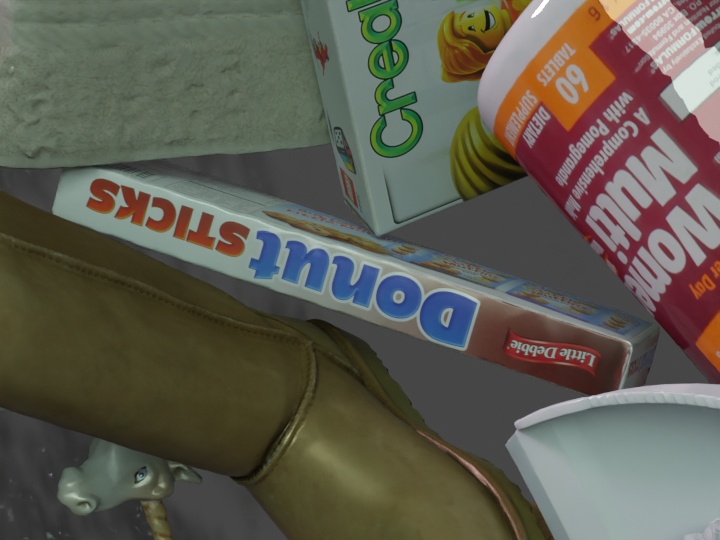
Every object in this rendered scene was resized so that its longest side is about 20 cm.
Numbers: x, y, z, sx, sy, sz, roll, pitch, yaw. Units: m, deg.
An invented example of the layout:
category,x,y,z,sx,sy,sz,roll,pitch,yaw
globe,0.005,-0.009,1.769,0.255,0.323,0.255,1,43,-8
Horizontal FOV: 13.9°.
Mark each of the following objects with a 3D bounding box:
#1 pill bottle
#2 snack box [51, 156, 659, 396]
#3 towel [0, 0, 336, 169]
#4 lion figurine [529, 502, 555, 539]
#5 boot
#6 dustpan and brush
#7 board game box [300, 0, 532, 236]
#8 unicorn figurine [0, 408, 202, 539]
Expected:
category,x,y,z,sx,sy,sz,roll,pitch,yaw
pill bottle,0.137,-0.014,0.909,0.109,0.110,0.200,-39,76,-5
snack box,0.000,0.000,0.991,0.199,0.072,0.024,18,97,11
towel,-0.030,-0.104,0.975,0.199,0.133,0.034,-5,27,-25
lion figurine,0.097,0.119,0.944,0.199,0.072,0.123,21,92,4
boot,-0.056,0.046,0.900,0.066,0.200,0.175,-57,41,10
dustpan and brush,0.140,0.079,0.835,0.199,0.057,0.140,-25,95,29
board game box,0.038,-0.121,0.956,0.126,0.201,0.035,-22,35,-14
unicorn figurine,-0.139,0.024,0.984,0.200,0.137,0.074,49,118,29
